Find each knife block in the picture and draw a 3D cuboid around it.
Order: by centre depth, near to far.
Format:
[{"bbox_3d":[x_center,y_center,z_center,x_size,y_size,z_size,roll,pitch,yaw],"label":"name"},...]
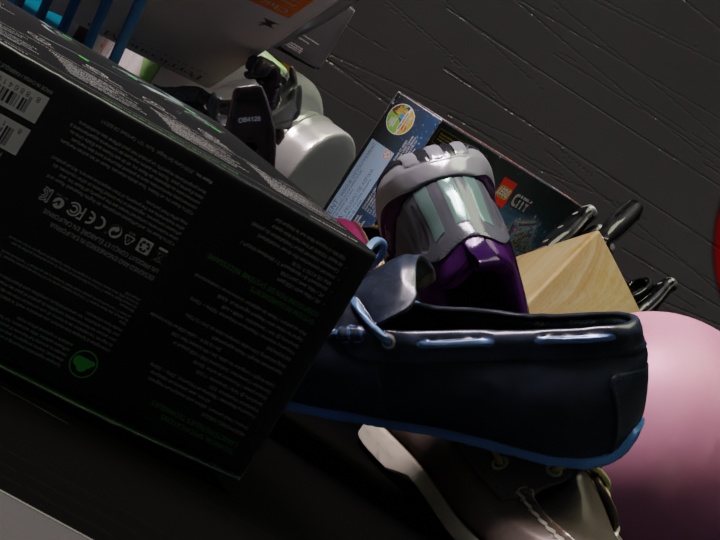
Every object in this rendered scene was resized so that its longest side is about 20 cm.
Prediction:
[{"bbox_3d":[0.113,0.014,1.318,0.064,0.176,0.200,-20,-32,36],"label":"knife block"}]

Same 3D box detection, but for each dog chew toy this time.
[{"bbox_3d":[0.171,0.110,1.063,0.200,0.125,0.125,39,3,-15],"label":"dog chew toy"}]

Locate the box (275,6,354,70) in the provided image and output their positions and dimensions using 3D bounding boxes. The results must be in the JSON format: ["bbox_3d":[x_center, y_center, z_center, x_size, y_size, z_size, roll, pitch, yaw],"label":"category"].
[{"bbox_3d":[-0.118,-0.209,1.435,0.200,0.050,0.158,30,3,-25],"label":"box"}]

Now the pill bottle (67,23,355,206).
[{"bbox_3d":[-0.102,-0.107,1.489,0.200,0.109,0.109,35,6,25],"label":"pill bottle"}]

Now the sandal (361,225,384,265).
[{"bbox_3d":[0.000,0.000,1.197,0.200,0.055,0.082,33,49,22],"label":"sandal"}]

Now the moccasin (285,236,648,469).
[{"bbox_3d":[0.018,0.023,0.899,0.200,0.068,0.080,10,18,5],"label":"moccasin"}]

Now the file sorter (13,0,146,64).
[{"bbox_3d":[-0.187,-0.131,0.995,0.139,0.123,0.200,23,4,-25],"label":"file sorter"}]

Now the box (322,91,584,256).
[{"bbox_3d":[0.046,-0.014,1.348,0.038,0.137,0.200,35,5,33],"label":"box"}]

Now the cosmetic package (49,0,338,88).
[{"bbox_3d":[-0.072,-0.161,1.089,0.101,0.071,0.200,25,-17,-17],"label":"cosmetic package"}]

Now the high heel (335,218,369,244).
[{"bbox_3d":[-0.057,-0.001,1.093,0.096,0.068,0.200,-1,14,-19],"label":"high heel"}]

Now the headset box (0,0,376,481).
[{"bbox_3d":[-0.116,-0.034,0.788,0.174,0.093,0.200,30,6,-28],"label":"headset box"}]

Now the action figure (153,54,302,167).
[{"bbox_3d":[-0.087,-0.068,1.097,0.200,0.130,0.069,-130,-156,-71],"label":"action figure"}]

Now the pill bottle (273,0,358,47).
[{"bbox_3d":[-0.061,-0.236,1.266,0.200,0.112,0.112,58,5,-1],"label":"pill bottle"}]

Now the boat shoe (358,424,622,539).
[{"bbox_3d":[0.067,0.089,0.924,0.072,0.060,0.200,30,6,-32],"label":"boat shoe"}]

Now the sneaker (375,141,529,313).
[{"bbox_3d":[0.047,0.036,1.057,0.200,0.074,0.088,77,-7,-48],"label":"sneaker"}]

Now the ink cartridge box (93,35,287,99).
[{"bbox_3d":[-0.118,-0.103,1.297,0.067,0.117,0.200,32,6,-21],"label":"ink cartridge box"}]
